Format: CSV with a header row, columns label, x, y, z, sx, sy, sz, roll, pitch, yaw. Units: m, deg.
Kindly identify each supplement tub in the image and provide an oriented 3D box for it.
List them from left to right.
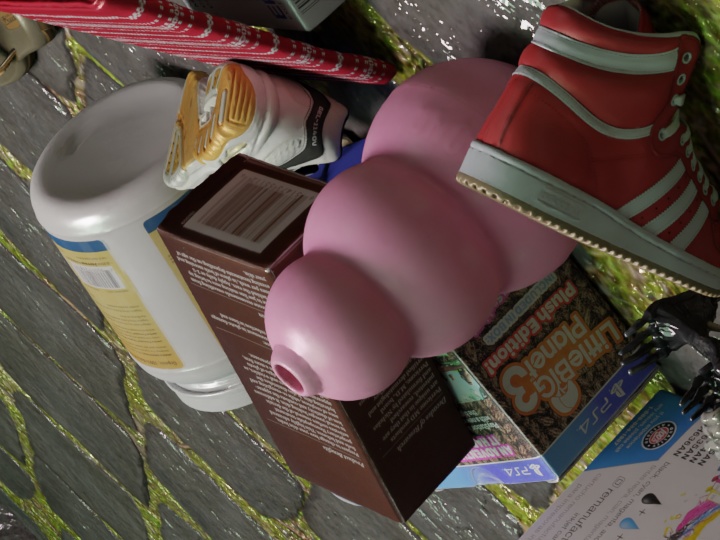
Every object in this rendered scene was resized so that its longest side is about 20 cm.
label,x,y,z,sx,sy,sz,roll,pitch,yaw
supplement tub,-0.120,-0.015,1.674,0.144,0.145,0.200,24,152,50

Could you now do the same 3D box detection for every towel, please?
label,x,y,z,sx,sy,sz,roll,pitch,yaw
towel,-0.097,-0.136,1.377,0.199,0.023,0.144,12,180,-35

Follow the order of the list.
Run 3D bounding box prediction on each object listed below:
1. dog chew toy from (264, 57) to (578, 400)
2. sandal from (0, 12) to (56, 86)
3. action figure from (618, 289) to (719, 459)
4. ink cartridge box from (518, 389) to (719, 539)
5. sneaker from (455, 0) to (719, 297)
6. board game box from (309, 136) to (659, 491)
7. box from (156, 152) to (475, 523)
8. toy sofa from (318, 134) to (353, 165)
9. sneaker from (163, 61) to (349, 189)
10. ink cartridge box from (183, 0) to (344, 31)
label,x,y,z,sx,sy,sz,roll,pitch,yaw
dog chew toy,0.028,-0.015,1.243,0.124,0.200,0.125,37,158,18
sandal,-0.281,-0.174,1.846,0.080,0.054,0.200,50,162,-10
action figure,0.216,0.070,1.168,0.119,0.102,0.200,46,166,-30
ink cartridge box,0.213,0.185,1.346,0.200,0.147,0.145,21,149,53
sneaker,0.135,-0.061,1.152,0.071,0.113,0.200,26,-176,41
board game box,0.047,0.022,1.432,0.200,0.097,0.159,50,157,-12
box,-0.022,0.039,1.361,0.100,0.075,0.201,20,144,44
toy sofa,0.000,0.000,1.569,0.200,0.097,0.083,52,-174,-17
sneaker,-0.063,-0.079,1.477,0.087,0.076,0.200,11,180,-15
ink cartridge box,-0.115,-0.224,1.387,0.197,0.043,0.200,54,159,-23
